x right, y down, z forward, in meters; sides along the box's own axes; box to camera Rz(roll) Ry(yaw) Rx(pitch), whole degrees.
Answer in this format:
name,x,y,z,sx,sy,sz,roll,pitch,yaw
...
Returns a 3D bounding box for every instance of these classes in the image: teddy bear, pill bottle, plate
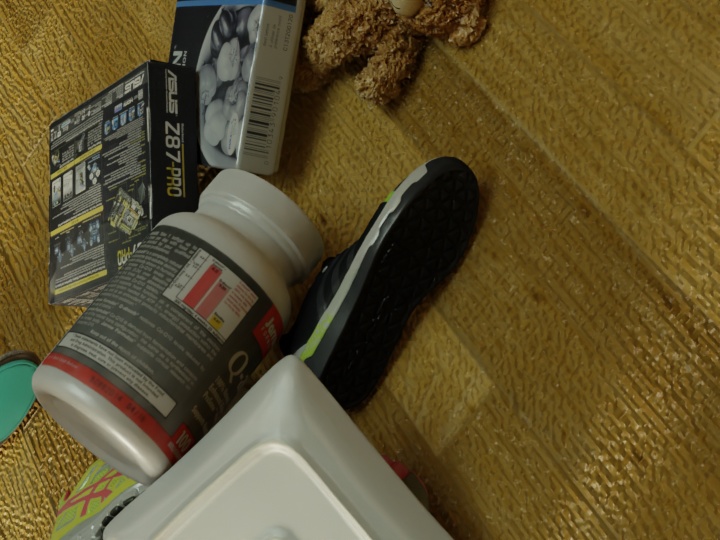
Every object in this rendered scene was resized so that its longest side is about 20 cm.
name,x,y,z,sx,sy,sz,roll,pitch,yaw
teddy bear,0.003,-0.196,1.054,0.199,0.066,0.147,18,88,48
pill bottle,-0.118,0.035,0.967,0.115,0.116,0.201,12,58,47
plate,-0.046,0.188,0.878,0.200,0.032,0.200,-43,86,24

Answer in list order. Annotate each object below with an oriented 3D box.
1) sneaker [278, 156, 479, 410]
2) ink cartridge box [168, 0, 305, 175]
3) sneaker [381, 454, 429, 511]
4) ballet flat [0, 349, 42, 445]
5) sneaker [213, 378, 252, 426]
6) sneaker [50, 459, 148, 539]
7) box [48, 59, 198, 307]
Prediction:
name,x,y,z,sx,sy,sz,roll,pitch,yaw
sneaker,0.000,0.000,0.969,0.201,0.071,0.083,-56,41,10
ink cartridge box,-0.115,-0.182,1.140,0.199,0.043,0.201,12,94,56
sneaker,-0.036,0.175,0.941,0.198,0.079,0.097,-7,97,36
ballet flat,-0.350,0.139,1.268,0.201,0.068,0.067,-54,37,11
sneaker,-0.158,0.064,1.095,0.199,0.081,0.076,33,98,49
sneaker,-0.169,0.164,1.067,0.199,0.078,0.091,-32,44,28
box,-0.197,-0.065,1.164,0.199,0.049,0.163,-18,70,53
